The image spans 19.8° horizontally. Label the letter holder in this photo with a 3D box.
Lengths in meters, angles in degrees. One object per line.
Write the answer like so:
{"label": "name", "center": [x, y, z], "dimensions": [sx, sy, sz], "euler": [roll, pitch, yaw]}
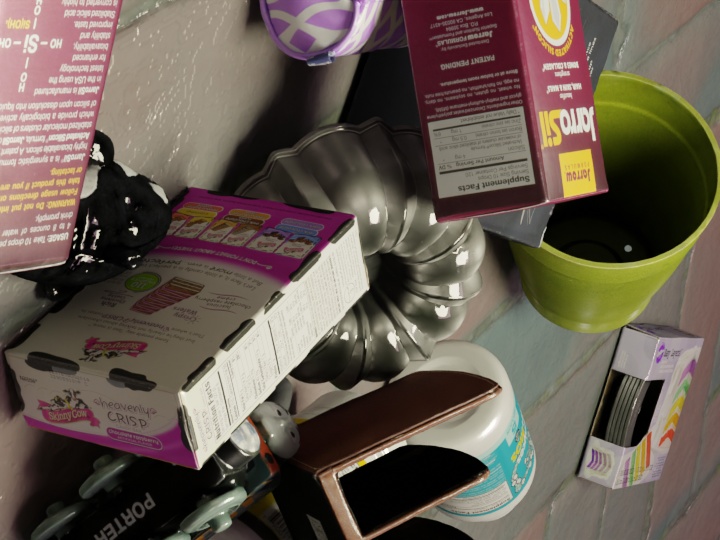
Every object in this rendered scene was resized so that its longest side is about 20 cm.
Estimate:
{"label": "letter holder", "center": [0.029, 0.138, 1.360], "dimensions": [0.142, 0.200, 0.101], "euler": [-26, 96, -13]}

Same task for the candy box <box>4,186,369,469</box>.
{"label": "candy box", "center": [-0.103, 0.031, 1.276], "dimensions": [0.200, 0.136, 0.061], "euler": [-45, 134, -42]}

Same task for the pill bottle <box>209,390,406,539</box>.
{"label": "pill bottle", "center": [-0.052, 0.179, 1.529], "dimensions": [0.200, 0.114, 0.115], "euler": [-40, 142, -48]}

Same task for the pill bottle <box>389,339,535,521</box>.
{"label": "pill bottle", "center": [0.094, 0.151, 1.817], "dimensions": [0.111, 0.110, 0.200], "euler": [-61, 155, -20]}

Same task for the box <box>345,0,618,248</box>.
{"label": "box", "center": [0.091, -0.136, 1.589], "dimensions": [0.200, 0.117, 0.198], "euler": [15, 95, -67]}

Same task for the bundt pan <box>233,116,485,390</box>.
{"label": "bundt pan", "center": [0.000, 0.000, 1.426], "dimensions": [0.201, 0.076, 0.203], "euler": [-12, 127, -17]}

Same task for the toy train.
{"label": "toy train", "center": [-0.124, 0.149, 1.313], "dimensions": [0.200, 0.085, 0.114], "euler": [-41, 167, 27]}

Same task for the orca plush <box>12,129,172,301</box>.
{"label": "orca plush", "center": [-0.157, -0.029, 1.203], "dimensions": [0.200, 0.071, 0.106], "euler": [27, 83, -66]}

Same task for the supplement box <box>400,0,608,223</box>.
{"label": "supplement box", "center": [0.094, -0.140, 1.373], "dimensions": [0.110, 0.085, 0.201], "euler": [-13, 94, -61]}

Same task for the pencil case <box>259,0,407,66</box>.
{"label": "pencil case", "center": [0.008, -0.192, 1.411], "dimensions": [0.200, 0.085, 0.084], "euler": [-23, 93, -62]}

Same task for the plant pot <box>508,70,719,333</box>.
{"label": "plant pot", "center": [0.212, -0.042, 1.856], "dimensions": [0.201, 0.200, 0.193], "euler": [-57, 165, -26]}

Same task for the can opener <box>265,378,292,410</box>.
{"label": "can opener", "center": [-0.108, 0.089, 1.416], "dimensions": [0.200, 0.052, 0.067], "euler": [-6, 113, -64]}

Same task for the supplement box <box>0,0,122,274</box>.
{"label": "supplement box", "center": [-0.198, -0.112, 0.987], "dimensions": [0.103, 0.130, 0.201], "euler": [-11, 117, -61]}

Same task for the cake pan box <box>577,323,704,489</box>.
{"label": "cake pan box", "center": [0.324, 0.155, 2.378], "dimensions": [0.200, 0.052, 0.185], "euler": [8, 99, -65]}
